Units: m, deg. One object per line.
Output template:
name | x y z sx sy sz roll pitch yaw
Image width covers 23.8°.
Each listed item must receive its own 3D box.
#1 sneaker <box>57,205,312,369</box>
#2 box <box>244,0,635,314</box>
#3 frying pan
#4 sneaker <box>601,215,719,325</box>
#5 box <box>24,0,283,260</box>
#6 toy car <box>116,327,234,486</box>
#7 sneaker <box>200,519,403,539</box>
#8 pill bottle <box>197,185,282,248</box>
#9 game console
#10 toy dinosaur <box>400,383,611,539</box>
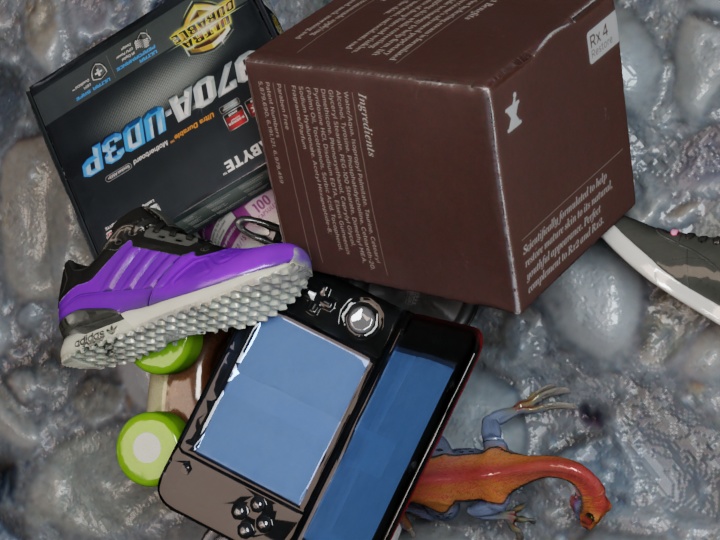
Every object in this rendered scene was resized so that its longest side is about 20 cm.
sneaker | -0.132 -0.003 1.202 0.199 0.070 0.100 -18 70 19
box | 0.057 -0.094 1.164 0.199 0.166 0.165 12 125 36
frying pan | 0.013 -0.012 1.268 0.190 0.031 0.115 43 88 -17
sneaker | 0.261 -0.012 1.175 0.199 0.071 0.100 33 99 22
box | -0.136 -0.114 1.282 0.199 0.046 0.160 -29 71 11
toy car | -0.060 0.097 1.299 0.198 0.164 0.159 4 88 16
sneaker | -0.049 0.206 1.272 0.075 0.114 0.200 31 79 40
pill bottle | -0.101 -0.085 1.349 0.112 0.112 0.200 -47 68 17
game console | -0.032 0.101 1.160 0.171 0.119 0.201 26 82 7
toy dinosaur | 0.080 0.161 1.218 0.181 0.199 0.106 -6 102 55
